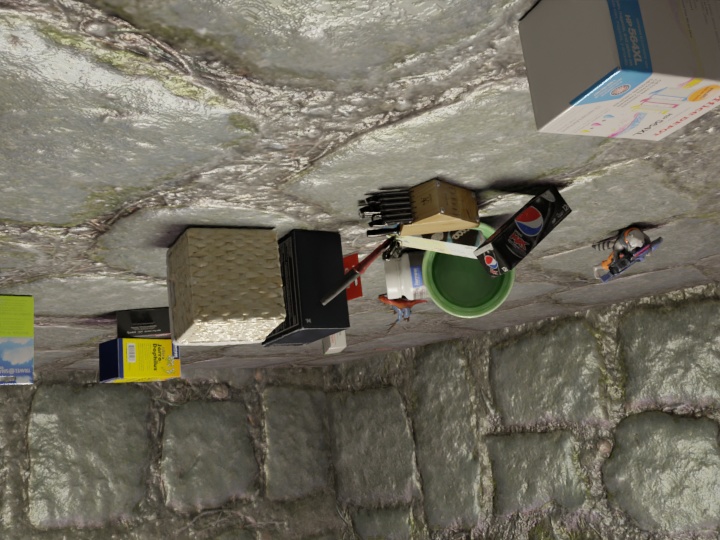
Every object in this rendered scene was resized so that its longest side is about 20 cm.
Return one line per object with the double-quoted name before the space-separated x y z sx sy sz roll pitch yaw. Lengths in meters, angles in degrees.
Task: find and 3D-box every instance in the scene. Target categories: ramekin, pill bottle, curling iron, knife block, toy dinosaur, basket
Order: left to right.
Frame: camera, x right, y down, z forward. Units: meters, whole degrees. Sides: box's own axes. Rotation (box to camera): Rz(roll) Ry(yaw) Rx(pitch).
"basket" -0.264 0.030 1.312 0.196 0.203 0.160 0 161 -27
"curling iron" 0.000 0.000 1.321 0.198 0.050 0.026 -36 120 1
"toy dinosaur" 0.120 0.104 2.195 0.200 0.105 0.182 -43 159 -14
"knife block" 0.100 -0.102 1.240 0.173 0.066 0.198 -18 164 40
"pill bottle" 0.157 0.008 1.627 0.195 0.117 0.114 -8 167 1
"ramekin" 0.233 0.000 1.468 0.195 0.205 0.098 -9 174 8

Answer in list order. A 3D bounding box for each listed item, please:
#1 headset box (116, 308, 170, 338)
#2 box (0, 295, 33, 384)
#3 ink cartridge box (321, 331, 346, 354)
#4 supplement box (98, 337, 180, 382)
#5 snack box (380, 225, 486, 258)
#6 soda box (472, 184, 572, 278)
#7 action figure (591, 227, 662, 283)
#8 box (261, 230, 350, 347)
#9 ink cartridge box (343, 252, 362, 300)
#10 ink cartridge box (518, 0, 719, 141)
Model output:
"headset box" -0.618 0.163 1.946 0.145 0.079 0.200 -4 168 -15
"box" -0.812 0.160 1.542 0.120 0.205 0.047 5 163 -41
"ink cartridge box" -0.095 0.227 2.411 0.066 0.120 0.200 -5 168 -11
"supplement box" -0.623 0.255 1.914 0.107 0.112 0.198 -16 165 38
"snack box" 0.148 -0.065 1.340 0.195 0.038 0.116 11 173 19
"soda box" 0.303 -0.073 1.260 0.199 0.064 0.071 -40 -177 -26
"action figure" 0.647 -0.045 1.711 0.197 0.106 0.194 -30 168 -18
"box" -0.124 0.044 1.426 0.121 0.205 0.197 2 165 -32
"ink cartridge box" -0.088 0.031 1.599 0.197 0.112 0.050 -18 164 38
"ink cartridge box" 0.286 -0.221 0.694 0.195 0.128 0.128 -1 166 -23
